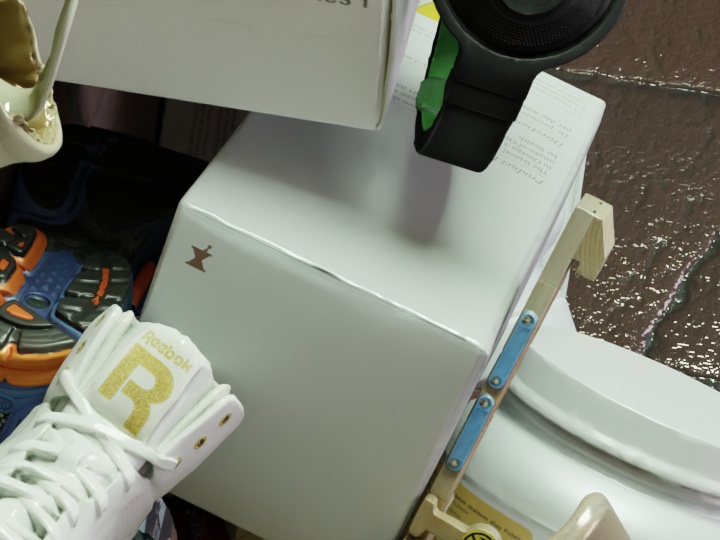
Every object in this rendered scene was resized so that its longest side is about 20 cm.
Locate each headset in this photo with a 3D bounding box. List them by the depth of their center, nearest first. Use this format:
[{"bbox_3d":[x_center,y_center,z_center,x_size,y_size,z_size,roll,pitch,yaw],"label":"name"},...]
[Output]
[{"bbox_3d":[0.045,-0.126,0.911,0.124,0.094,0.200,-80,-170,-49],"label":"headset"}]

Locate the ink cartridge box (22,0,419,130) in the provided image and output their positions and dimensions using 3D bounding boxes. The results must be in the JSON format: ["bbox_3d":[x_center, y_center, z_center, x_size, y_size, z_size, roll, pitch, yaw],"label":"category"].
[{"bbox_3d":[-0.042,-0.148,0.971,0.200,0.146,0.084,-74,171,-47],"label":"ink cartridge box"}]

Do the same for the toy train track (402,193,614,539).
[{"bbox_3d":[0.046,0.069,0.956,0.200,0.032,0.115,-64,174,17],"label":"toy train track"}]

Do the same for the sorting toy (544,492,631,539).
[{"bbox_3d":[0.015,0.158,0.955,0.037,0.200,0.185,67,5,28],"label":"sorting toy"}]

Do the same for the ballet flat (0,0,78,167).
[{"bbox_3d":[-0.109,-0.107,0.779,0.070,0.069,0.200,-75,171,-48],"label":"ballet flat"}]

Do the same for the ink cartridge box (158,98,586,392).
[{"bbox_3d":[0.004,-0.024,1.318,0.083,0.200,0.146,13,86,-84],"label":"ink cartridge box"}]

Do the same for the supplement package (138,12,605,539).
[{"bbox_3d":[0.000,0.000,1.024,0.117,0.117,0.200,-66,175,33],"label":"supplement package"}]

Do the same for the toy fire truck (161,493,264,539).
[{"bbox_3d":[-0.047,0.098,1.187,0.176,0.128,0.200,-116,-148,-48],"label":"toy fire truck"}]

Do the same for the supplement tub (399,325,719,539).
[{"bbox_3d":[0.080,0.137,1.104,0.144,0.144,0.200,-49,163,-79],"label":"supplement tub"}]

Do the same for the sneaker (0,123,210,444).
[{"bbox_3d":[-0.106,0.007,1.015,0.200,0.075,0.079,-55,163,-59],"label":"sneaker"}]

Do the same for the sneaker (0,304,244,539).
[{"bbox_3d":[-0.099,0.061,0.854,0.116,0.074,0.200,-52,176,9],"label":"sneaker"}]

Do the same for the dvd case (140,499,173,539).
[{"bbox_3d":[-0.112,0.136,1.314,0.146,0.022,0.200,-36,135,-82],"label":"dvd case"}]

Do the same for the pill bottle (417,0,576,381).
[{"bbox_3d":[0.024,-0.049,1.216,0.112,0.112,0.200,-18,88,-83],"label":"pill bottle"}]

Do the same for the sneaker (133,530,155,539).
[{"bbox_3d":[-0.102,0.116,1.088,0.200,0.082,0.074,87,12,-62],"label":"sneaker"}]
